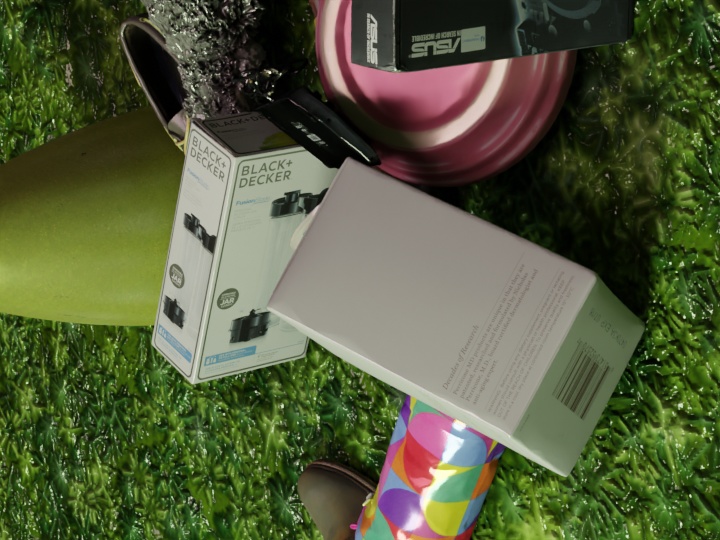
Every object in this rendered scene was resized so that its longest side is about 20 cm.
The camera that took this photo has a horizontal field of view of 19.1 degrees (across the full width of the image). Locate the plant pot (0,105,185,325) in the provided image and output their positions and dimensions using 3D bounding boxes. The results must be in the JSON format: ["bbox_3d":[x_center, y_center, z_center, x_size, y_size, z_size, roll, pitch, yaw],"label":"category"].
[{"bbox_3d":[-0.234,-0.032,1.752,0.186,0.199,0.189,17,112,49],"label":"plant pot"}]

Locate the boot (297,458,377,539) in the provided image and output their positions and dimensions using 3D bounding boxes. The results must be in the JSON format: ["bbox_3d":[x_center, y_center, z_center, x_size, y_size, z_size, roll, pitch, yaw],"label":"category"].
[{"bbox_3d":[-0.011,0.220,1.611,0.200,0.096,0.075,45,132,36],"label":"boot"}]

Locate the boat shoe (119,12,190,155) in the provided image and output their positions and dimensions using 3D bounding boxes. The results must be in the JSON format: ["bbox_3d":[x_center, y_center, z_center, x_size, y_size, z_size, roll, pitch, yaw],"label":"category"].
[{"bbox_3d":[-0.130,-0.123,1.707,0.202,0.060,0.072,61,139,23],"label":"boat shoe"}]

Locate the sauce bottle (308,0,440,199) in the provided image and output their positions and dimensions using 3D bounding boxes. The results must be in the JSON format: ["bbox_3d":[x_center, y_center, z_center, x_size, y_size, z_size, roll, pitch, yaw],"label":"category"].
[{"bbox_3d":[0.020,-0.112,1.515,0.065,0.064,0.202,-27,80,52],"label":"sauce bottle"}]

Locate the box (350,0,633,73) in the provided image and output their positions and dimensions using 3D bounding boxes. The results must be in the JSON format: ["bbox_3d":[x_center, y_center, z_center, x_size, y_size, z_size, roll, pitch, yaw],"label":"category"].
[{"bbox_3d":[0.083,-0.210,1.292,0.043,0.199,0.162,19,113,49],"label":"box"}]

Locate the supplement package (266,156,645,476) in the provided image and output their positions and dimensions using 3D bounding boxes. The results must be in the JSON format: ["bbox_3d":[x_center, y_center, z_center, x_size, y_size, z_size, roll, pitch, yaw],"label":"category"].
[{"bbox_3d":[0.062,0.029,1.382,0.199,0.117,0.118,26,85,29],"label":"supplement package"}]

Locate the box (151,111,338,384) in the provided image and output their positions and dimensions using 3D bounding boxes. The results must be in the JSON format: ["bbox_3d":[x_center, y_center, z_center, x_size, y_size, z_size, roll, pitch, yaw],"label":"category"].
[{"bbox_3d":[-0.084,-0.021,1.629,0.060,0.116,0.201,40,128,39],"label":"box"}]

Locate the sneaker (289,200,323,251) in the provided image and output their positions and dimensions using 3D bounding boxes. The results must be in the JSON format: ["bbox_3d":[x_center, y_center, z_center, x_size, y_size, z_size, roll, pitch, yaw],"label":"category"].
[{"bbox_3d":[0.000,0.000,1.530,0.080,0.071,0.200,45,166,15],"label":"sneaker"}]

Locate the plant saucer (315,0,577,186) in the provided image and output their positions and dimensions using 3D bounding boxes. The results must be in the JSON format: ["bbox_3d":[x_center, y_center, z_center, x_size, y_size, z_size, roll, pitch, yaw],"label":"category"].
[{"bbox_3d":[0.047,-0.156,1.426,0.199,0.051,0.202,2,94,33],"label":"plant saucer"}]

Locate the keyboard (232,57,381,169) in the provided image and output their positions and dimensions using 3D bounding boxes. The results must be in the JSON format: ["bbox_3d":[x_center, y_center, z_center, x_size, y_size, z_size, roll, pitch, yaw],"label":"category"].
[{"bbox_3d":[-0.032,-0.113,1.468,0.104,0.040,0.200,38,175,-9],"label":"keyboard"}]

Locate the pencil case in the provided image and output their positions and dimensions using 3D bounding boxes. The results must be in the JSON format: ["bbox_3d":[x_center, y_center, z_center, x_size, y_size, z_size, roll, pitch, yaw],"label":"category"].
[{"bbox_3d":[0.053,0.134,1.517,0.088,0.088,0.201,47,130,35],"label":"pencil case"}]

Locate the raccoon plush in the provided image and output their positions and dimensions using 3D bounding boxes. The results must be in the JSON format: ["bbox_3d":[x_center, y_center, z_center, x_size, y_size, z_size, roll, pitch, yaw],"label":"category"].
[{"bbox_3d":[-0.151,-0.183,1.620,0.097,0.198,0.135,180,102,-69],"label":"raccoon plush"}]
